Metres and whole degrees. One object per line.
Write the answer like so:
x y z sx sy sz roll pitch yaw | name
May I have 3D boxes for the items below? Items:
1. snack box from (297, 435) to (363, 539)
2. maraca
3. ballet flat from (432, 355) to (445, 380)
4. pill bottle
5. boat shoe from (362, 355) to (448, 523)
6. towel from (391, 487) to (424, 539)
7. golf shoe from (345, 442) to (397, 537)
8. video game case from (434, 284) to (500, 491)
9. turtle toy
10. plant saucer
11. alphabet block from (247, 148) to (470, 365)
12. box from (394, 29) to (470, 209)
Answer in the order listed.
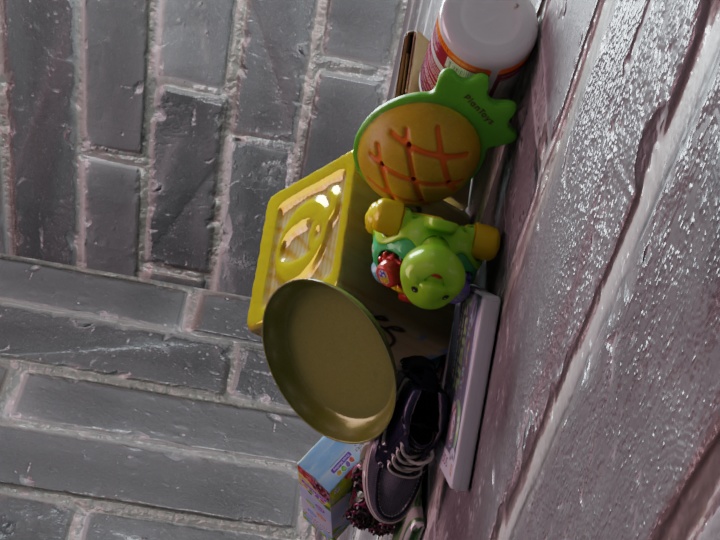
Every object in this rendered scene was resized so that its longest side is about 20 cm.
-0.007 0.267 1.608 0.169 0.067 0.201 -44 -21 -22 | snack box
0.079 -0.143 1.264 0.199 0.137 0.108 -33 33 36 | maraca
0.077 0.151 1.491 0.072 0.068 0.202 75 -164 -48 | ballet flat
0.124 -0.228 1.300 0.200 0.108 0.111 109 170 -68 | pill bottle
0.050 0.204 1.304 0.093 0.073 0.203 -119 37 -74 | boat shoe
0.066 0.301 1.546 0.201 0.023 0.154 -83 4 -49 | towel
0.029 0.274 1.500 0.201 0.072 0.093 98 -168 -52 | golf shoe
0.112 0.120 1.266 0.182 0.023 0.203 -133 53 -85 | video game case
0.071 -0.012 1.246 0.200 0.143 0.103 -160 84 -86 | turtle toy
-0.030 0.098 1.312 0.031 0.199 0.202 -28 -39 -43 | plant saucer
0.000 0.000 1.450 0.194 0.198 0.199 -26 48 45 | alphabet block
0.097 -0.183 1.458 0.199 0.021 0.166 27 -112 -57 | box
